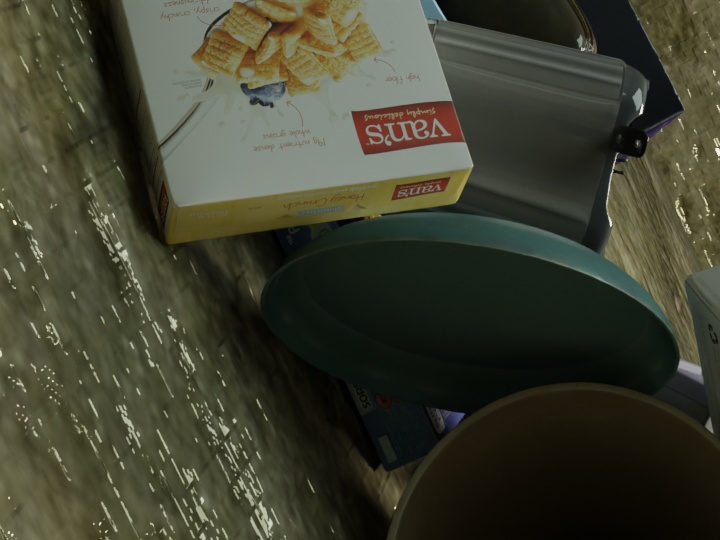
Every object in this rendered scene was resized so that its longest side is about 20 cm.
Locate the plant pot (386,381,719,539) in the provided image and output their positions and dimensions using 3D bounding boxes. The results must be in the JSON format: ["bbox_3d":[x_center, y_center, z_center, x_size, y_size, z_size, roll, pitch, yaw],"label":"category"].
[{"bbox_3d":[0.118,0.175,1.004,0.200,0.186,0.189,62,9,-69],"label":"plant pot"}]

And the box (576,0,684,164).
[{"bbox_3d":[0.107,-0.100,1.280,0.105,0.147,0.200,62,-5,3],"label":"box"}]

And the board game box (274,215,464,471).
[{"bbox_3d":[0.000,0.000,1.083,0.201,0.034,0.135,65,14,-2],"label":"board game box"}]

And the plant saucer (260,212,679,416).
[{"bbox_3d":[0.052,0.020,0.924,0.200,0.199,0.028,46,47,-53],"label":"plant saucer"}]

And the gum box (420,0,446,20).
[{"bbox_3d":[-0.024,-0.208,1.167,0.201,0.044,0.170,57,-4,-21],"label":"gum box"}]

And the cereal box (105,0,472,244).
[{"bbox_3d":[-0.043,-0.115,0.913,0.040,0.143,0.201,113,-36,-59],"label":"cereal box"}]

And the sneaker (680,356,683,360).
[{"bbox_3d":[0.126,0.042,1.239,0.091,0.076,0.200,52,17,28],"label":"sneaker"}]

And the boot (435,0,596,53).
[{"bbox_3d":[0.054,-0.187,1.148,0.200,0.075,0.097,44,1,25],"label":"boot"}]

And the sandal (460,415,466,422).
[{"bbox_3d":[0.065,0.062,1.231,0.201,0.043,0.076,52,11,-16],"label":"sandal"}]

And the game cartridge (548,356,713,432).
[{"bbox_3d":[0.110,0.032,1.053,0.199,0.039,0.130,28,-1,18],"label":"game cartridge"}]

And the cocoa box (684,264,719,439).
[{"bbox_3d":[0.250,0.091,0.922,0.134,0.130,0.201,-120,-168,-61],"label":"cocoa box"}]

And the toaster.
[{"bbox_3d":[0.069,-0.065,1.010,0.200,0.128,0.115,-118,-138,-88],"label":"toaster"}]

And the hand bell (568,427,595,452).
[{"bbox_3d":[0.118,0.101,1.084,0.200,0.103,0.105,90,-17,-70],"label":"hand bell"}]
